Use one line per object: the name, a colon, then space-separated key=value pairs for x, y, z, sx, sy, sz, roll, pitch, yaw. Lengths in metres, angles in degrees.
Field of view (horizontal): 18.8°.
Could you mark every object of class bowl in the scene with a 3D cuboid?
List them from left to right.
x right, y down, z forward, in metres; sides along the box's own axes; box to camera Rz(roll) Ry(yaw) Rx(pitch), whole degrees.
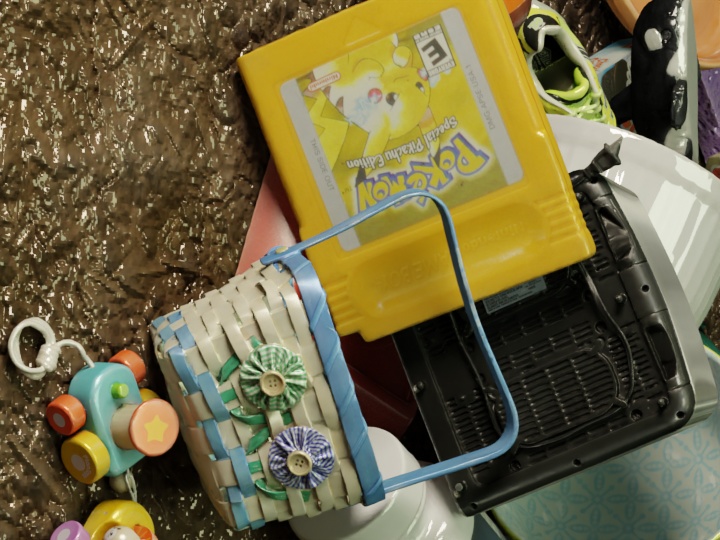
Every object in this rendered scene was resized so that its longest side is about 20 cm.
bowl: x=0.186 y=0.150 z=1.531 sx=0.201 sy=0.199 sz=0.108 roll=-63 pitch=153 yaw=-29

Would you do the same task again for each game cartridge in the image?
game cartridge: x=0.033 y=-0.073 z=1.369 sx=0.201 sy=0.175 sz=0.032 roll=69 pitch=18 yaw=3

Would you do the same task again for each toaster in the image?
toaster: x=0.128 y=0.040 z=1.421 sx=0.182 sy=0.199 sz=0.119 roll=68 pitch=18 yaw=9

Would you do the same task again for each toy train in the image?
toy train: x=-0.163 y=0.134 z=1.253 sx=0.150 sy=0.055 sz=0.202 roll=23 pitch=73 yaw=-50

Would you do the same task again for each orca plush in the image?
orca plush: x=0.225 y=-0.122 z=1.688 sx=0.201 sy=0.070 sz=0.106 roll=75 pitch=23 yaw=-44

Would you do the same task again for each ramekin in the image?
ramekin: x=0.173 y=-0.022 z=1.575 sx=0.200 sy=0.199 sz=0.098 roll=40 pitch=68 yaw=-45

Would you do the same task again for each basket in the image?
basket: x=-0.015 y=0.064 z=1.326 sx=0.199 sy=0.139 sz=0.177 roll=-24 pitch=104 yaw=-12

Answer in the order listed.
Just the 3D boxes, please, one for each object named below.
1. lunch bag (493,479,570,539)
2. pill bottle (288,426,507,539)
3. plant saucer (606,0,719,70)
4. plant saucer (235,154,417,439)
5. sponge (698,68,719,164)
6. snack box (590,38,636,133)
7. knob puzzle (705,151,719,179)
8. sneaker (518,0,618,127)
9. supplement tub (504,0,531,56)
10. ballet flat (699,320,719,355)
lunch bag: x=0.170 y=0.148 z=1.667 sx=0.160 sy=0.075 sz=0.202 roll=18 pitch=78 yaw=-53
pill bottle: x=0.037 y=0.199 z=1.459 sx=0.200 sy=0.119 sz=0.120 roll=51 pitch=53 yaw=-39
plant saucer: x=0.247 y=-0.254 z=1.754 sx=0.199 sy=0.037 sz=0.202 roll=16 pitch=64 yaw=-38
plant saucer: x=0.000 y=0.000 z=1.477 sx=0.200 sy=0.036 sz=0.201 roll=36 pitch=63 yaw=-47
sponge: x=0.303 y=-0.191 z=1.868 sx=0.112 sy=0.030 sz=0.201 roll=-51 pitch=127 yaw=-40
snack box: x=0.211 y=-0.073 z=1.744 sx=0.116 sy=0.037 sz=0.201 roll=-34 pitch=116 yaw=-47
knob puzzle: x=0.299 y=-0.004 z=1.648 sx=0.030 sy=0.220 sz=0.221 roll=-26 pitch=119 yaw=-3
sneaker: x=0.151 y=-0.117 z=1.618 sx=0.075 sy=0.076 sz=0.200 roll=-40 pitch=120 yaw=-4
supplement tub: x=0.054 y=-0.217 z=1.487 sx=0.107 sy=0.106 sz=0.201 roll=-43 pitch=123 yaw=-43
ballet flat: x=0.238 y=0.060 z=1.658 sx=0.067 sy=0.062 sz=0.201 roll=32 pitch=22 yaw=-44
